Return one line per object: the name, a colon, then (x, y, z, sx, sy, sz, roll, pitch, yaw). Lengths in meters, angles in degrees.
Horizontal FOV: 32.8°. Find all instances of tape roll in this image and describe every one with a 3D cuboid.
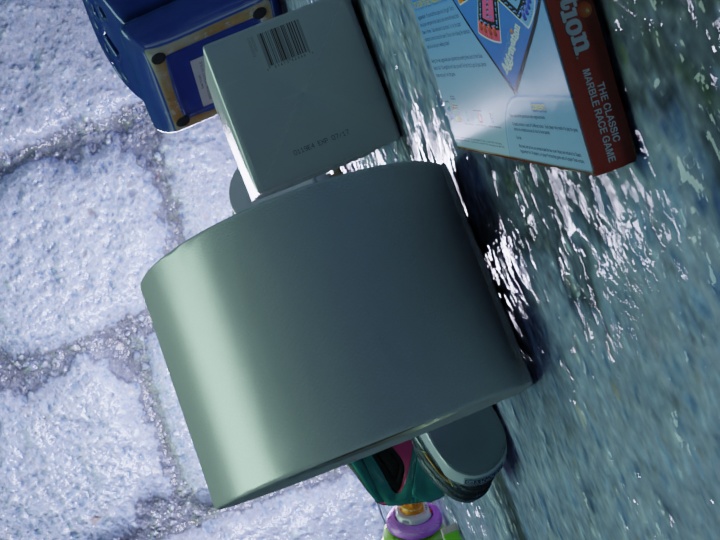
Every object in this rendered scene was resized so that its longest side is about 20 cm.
tape roll: (-0.016, 0.040, 0.724, 0.203, 0.200, 0.141, 100, 149, -78)

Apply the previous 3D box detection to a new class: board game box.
board game box: (0.055, -0.097, 0.500, 0.200, 0.019, 0.104, -136, 26, -78)

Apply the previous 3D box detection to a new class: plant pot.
plant pot: (-0.185, -0.278, 1.327, 0.181, 0.198, 0.201, 60, 170, 28)

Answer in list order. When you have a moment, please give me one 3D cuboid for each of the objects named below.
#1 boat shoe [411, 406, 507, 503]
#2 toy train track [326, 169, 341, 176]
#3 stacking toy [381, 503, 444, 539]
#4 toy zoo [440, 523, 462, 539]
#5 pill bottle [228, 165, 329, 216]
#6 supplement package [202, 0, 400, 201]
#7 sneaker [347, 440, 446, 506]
boat shoe: (0.044, 0.077, 0.914, 0.091, 0.070, 0.202, 93, 155, -65)
toy train track: (-0.055, -0.134, 1.344, 0.201, 0.032, 0.116, -116, 8, -53)
stacking toy: (0.064, 0.321, 1.492, 0.116, 0.108, 0.203, -94, 0, -67)
toy zoo: (0.138, 0.393, 1.336, 0.201, 0.020, 0.132, -115, 8, -45)
pill bottle: (-0.065, -0.041, 1.237, 0.200, 0.111, 0.113, 62, -176, -65)
supplement package: (-0.052, -0.125, 0.939, 0.200, 0.112, 0.111, -168, 57, -83)
sneaker: (0.011, 0.143, 1.210, 0.084, 0.119, 0.203, 100, 150, -79)
